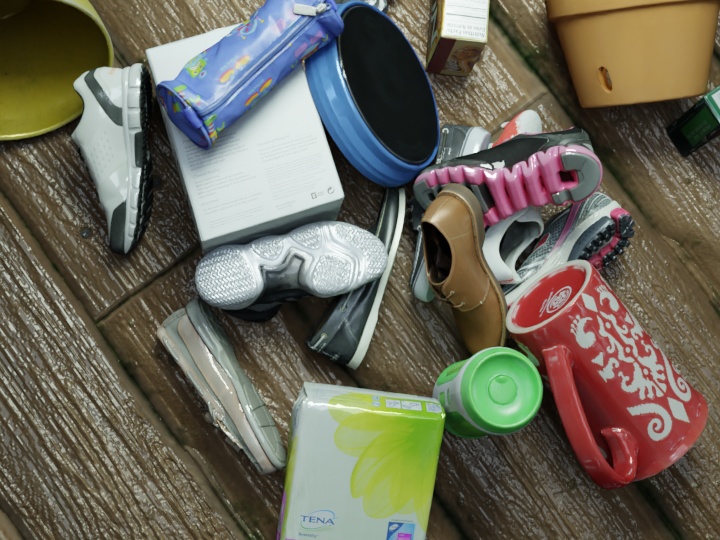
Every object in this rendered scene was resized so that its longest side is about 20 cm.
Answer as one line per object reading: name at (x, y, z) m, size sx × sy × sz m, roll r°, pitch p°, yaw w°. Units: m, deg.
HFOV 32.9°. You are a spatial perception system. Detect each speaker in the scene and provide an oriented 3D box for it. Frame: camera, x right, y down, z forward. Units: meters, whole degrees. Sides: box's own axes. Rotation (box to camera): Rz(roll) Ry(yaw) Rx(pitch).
speaker at (0.125, 0.126, 1.230) m, size 0.087 × 0.200 × 0.090 m, roll 1°, pitch 81°, yaw -6°

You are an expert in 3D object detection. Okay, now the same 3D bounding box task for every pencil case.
pencil case at (-0.101, -0.205, 1.164) m, size 0.200 × 0.087 × 0.078 m, roll -43°, pitch 108°, yaw -10°

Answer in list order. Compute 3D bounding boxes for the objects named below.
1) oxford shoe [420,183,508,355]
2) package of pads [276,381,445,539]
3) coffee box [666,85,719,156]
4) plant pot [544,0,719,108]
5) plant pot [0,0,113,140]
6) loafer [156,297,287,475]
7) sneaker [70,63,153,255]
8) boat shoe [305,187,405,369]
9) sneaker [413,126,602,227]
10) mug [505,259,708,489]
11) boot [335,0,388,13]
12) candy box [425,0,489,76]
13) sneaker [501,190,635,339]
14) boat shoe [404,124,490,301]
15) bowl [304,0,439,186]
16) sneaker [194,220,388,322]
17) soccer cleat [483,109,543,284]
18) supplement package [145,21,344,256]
oxford shoe at (0.099, 0.015, 1.258) m, size 0.071 × 0.071 × 0.202 m, roll -41°, pitch 123°, yaw -37°
package of pads at (-0.004, 0.220, 1.242) m, size 0.152 × 0.068 × 0.203 m, roll 8°, pitch 101°, yaw -6°
coffee box at (0.447, -0.209, 1.357) m, size 0.199 × 0.123 × 0.044 m, roll -33°, pitch 84°, yaw -11°
plant pot at (0.302, -0.254, 1.323) m, size 0.197 × 0.200 × 0.142 m, roll -8°, pitch 98°, yaw -7°
plant pot at (-0.370, -0.256, 1.260) m, size 0.197 × 0.201 × 0.143 m, roll -20°, pitch 59°, yaw -9°
loafer at (-0.146, 0.129, 1.276) m, size 0.062 × 0.072 × 0.202 m, roll -30°, pitch 80°, yaw 7°
sneaker at (-0.260, -0.116, 1.277) m, size 0.079 × 0.074 × 0.203 m, roll 2°, pitch 104°, yaw 0°
boat shoe at (0.000, 0.000, 1.303) m, size 0.067 × 0.072 × 0.203 m, roll 20°, pitch 83°, yaw -3°
sneaker at (0.153, -0.105, 1.269) m, size 0.197 × 0.080 × 0.096 m, roll -8°, pitch 37°, yaw 16°
mug at (0.249, 0.106, 1.231) m, size 0.133 × 0.178 × 0.201 m, roll -35°, pitch 107°, yaw 11°
boot at (0.000, -0.377, 1.371) m, size 0.130 × 0.070 × 0.202 m, roll 22°, pitch 90°, yaw -5°
candy box at (0.111, -0.330, 1.343) m, size 0.054 × 0.115 × 0.203 m, roll 5°, pitch 81°, yaw -4°
sneaker at (0.207, -0.003, 1.331) m, size 0.200 × 0.081 × 0.075 m, roll -42°, pitch 51°, yaw 0°
boat shoe at (0.082, -0.068, 1.329) m, size 0.065 × 0.070 × 0.203 m, roll 17°, pitch 84°, yaw 17°
bowl at (0.018, -0.189, 1.280) m, size 0.039 × 0.200 × 0.203 m, roll -21°, pitch 82°, yaw 31°
sneaker at (-0.072, 0.004, 1.272) m, size 0.197 × 0.114 × 0.077 m, roll -9°, pitch 77°, yaw -5°
soccer cleat at (0.169, -0.077, 1.317) m, size 0.068 × 0.085 × 0.202 m, roll 32°, pitch 76°, yaw -45°
supplement package at (-0.120, -0.134, 1.271) m, size 0.150 × 0.151 × 0.203 m, roll -17°, pitch 83°, yaw -8°
